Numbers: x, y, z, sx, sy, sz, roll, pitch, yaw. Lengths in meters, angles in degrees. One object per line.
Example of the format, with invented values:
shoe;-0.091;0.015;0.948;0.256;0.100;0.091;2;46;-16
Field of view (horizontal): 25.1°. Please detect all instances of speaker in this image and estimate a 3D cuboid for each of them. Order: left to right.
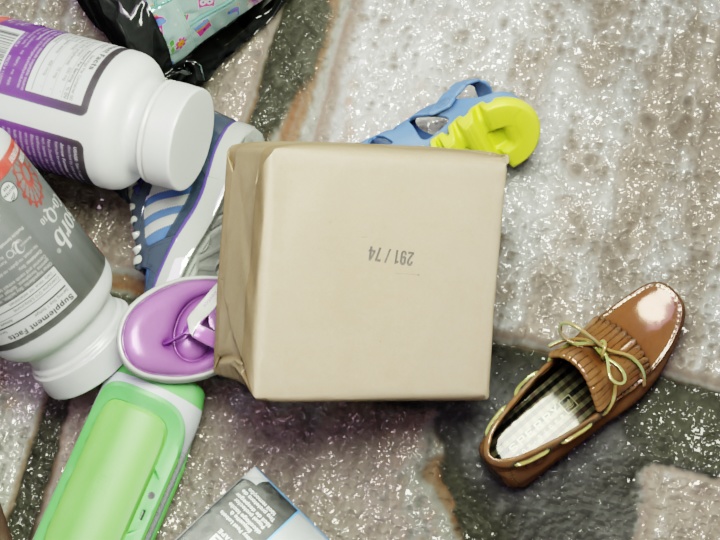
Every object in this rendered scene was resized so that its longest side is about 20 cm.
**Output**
speaker;-0.194;0.173;1.269;0.088;0.089;0.202;19;76;14

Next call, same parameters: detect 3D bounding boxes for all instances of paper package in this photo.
paper package;0.000;0.000;1.220;0.198;0.103;0.193;2;95;-23

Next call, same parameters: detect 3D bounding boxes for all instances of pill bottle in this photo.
pill bottle;-0.266;-0.003;1.262;0.115;0.201;0.116;-28;27;15
pill bottle;-0.222;-0.128;1.285;0.198;0.112;0.112;16;75;16

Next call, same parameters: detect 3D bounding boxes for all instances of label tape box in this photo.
label tape box;-0.100;0.268;1.200;0.143;0.066;0.200;42;63;13

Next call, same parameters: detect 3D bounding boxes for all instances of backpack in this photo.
backpack;-0.141;-0.269;1.383;0.199;0.127;0.167;-34;62;-10

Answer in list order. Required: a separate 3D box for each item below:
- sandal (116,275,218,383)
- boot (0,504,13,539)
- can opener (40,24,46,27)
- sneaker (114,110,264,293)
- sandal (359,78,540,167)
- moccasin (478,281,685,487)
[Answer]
sandal;-0.095;0.035;1.271;0.201;0.050;0.083;-9;76;-28
boot;-0.314;0.131;1.233;0.064;0.187;0.201;-18;55;-4
can opener;-0.303;-0.112;1.393;0.063;0.079;0.202;10;82;-1
sneaker;-0.175;-0.049;1.351;0.145;0.081;0.202;17;81;25
sandal;0.051;-0.098;1.337;0.198;0.080;0.087;-22;35;8
moccasin;0.170;0.082;1.247;0.201;0.078;0.074;-36;70;-4
